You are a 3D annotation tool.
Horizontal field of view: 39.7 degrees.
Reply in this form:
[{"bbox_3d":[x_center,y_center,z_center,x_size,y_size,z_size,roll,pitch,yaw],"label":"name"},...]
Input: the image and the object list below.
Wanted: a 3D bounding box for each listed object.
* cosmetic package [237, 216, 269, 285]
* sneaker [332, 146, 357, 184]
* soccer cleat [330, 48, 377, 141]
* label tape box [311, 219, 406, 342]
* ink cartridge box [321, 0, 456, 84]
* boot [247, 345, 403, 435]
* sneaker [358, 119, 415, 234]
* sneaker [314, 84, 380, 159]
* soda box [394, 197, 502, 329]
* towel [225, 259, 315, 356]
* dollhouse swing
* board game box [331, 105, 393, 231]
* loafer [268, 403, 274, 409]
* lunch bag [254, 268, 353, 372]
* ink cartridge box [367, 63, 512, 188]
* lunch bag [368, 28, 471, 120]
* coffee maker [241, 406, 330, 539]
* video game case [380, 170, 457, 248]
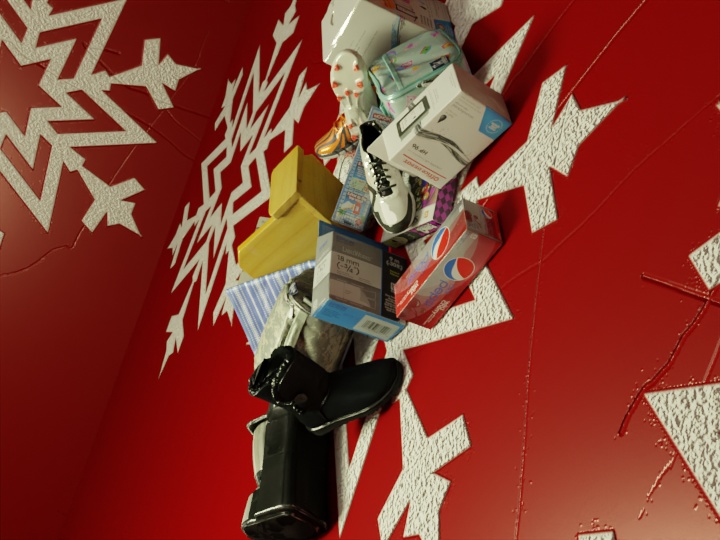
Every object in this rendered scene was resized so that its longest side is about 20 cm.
[{"bbox_3d":[-0.185,-0.001,2.077,0.088,0.102,0.202,78,-158,-58],"label":"cosmetic package"},{"bbox_3d":[-0.006,-0.232,1.954,0.108,0.067,0.204,-17,56,58],"label":"sneaker"},{"bbox_3d":[-0.008,-0.318,1.764,0.201,0.068,0.078,75,-155,-49],"label":"soccer cleat"},{"bbox_3d":[0.000,0.000,1.632,0.063,0.143,0.202,-46,32,45],"label":"label tape box"},{"bbox_3d":[0.046,-0.431,1.805,0.145,0.198,0.148,-54,27,35],"label":"ink cartridge box"},{"bbox_3d":[-0.055,0.167,1.530,0.199,0.168,0.077,-32,42,23],"label":"boot"},{"bbox_3d":[0.033,-0.153,1.606,0.073,0.080,0.202,-22,64,14],"label":"sneaker"},{"bbox_3d":[-0.023,-0.300,1.885,0.199,0.112,0.078,-33,38,14],"label":"sneaker"},{"bbox_3d":[0.124,-0.006,1.448,0.201,0.063,0.071,-54,26,38],"label":"soda box"},{"bbox_3d":[-0.128,0.070,1.787,0.198,0.146,0.024,-18,16,16],"label":"towel"},{"bbox_3d":[-0.115,-0.075,1.829,0.175,0.200,0.183,-31,38,26],"label":"dollhouse swing"},{"bbox_3d":[0.027,-0.185,1.754,0.200,0.061,0.202,-41,-30,-73],"label":"board game box"},{"bbox_3d":[-0.117,0.199,1.865,0.072,0.072,0.203,9,89,59],"label":"loafer"},{"bbox_3d":[-0.096,0.111,1.691,0.202,0.138,0.168,-67,-9,22],"label":"lunch bag"},{"bbox_3d":[0.116,-0.202,1.504,0.200,0.115,0.068,-42,42,31],"label":"ink cartridge box"},{"bbox_3d":[0.096,-0.323,1.659,0.159,0.078,0.201,-25,29,4],"label":"lunch bag"},{"bbox_3d":[-0.110,0.327,1.642,0.192,0.133,0.202,-49,31,41],"label":"coffee maker"},{"bbox_3d":[0.105,-0.150,1.651,0.181,0.035,0.203,-21,53,62],"label":"video game case"}]
